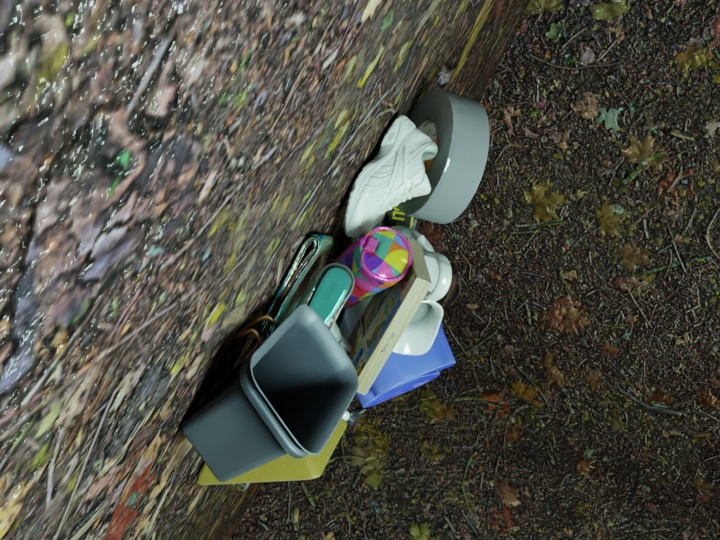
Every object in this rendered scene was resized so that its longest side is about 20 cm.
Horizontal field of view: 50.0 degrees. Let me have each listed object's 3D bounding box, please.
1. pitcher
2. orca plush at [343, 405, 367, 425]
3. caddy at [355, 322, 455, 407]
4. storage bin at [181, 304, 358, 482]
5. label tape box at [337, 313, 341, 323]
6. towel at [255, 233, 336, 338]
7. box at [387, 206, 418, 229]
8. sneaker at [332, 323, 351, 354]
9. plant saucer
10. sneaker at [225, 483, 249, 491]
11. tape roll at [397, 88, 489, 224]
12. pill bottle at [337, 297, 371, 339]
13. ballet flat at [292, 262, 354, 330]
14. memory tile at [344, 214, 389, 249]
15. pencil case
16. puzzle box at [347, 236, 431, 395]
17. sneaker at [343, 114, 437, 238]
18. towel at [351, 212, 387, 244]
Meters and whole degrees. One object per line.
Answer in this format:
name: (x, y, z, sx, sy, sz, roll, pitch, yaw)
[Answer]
pitcher: (0.083, 0.005, 1.221, 0.172, 0.120, 0.201, -58, -152, 34)
orca plush: (-0.072, 0.184, 1.284, 0.105, 0.199, 0.072, -37, -150, 54)
caddy: (0.060, 0.146, 1.299, 0.198, 0.106, 0.141, -17, 163, -28)
storage bin: (-0.112, 0.140, 0.884, 0.134, 0.146, 0.200, -32, -173, 22)
label tape box: (-0.101, 0.147, 1.385, 0.143, 0.065, 0.202, -32, 143, -81)
towel: (-0.080, 0.016, 1.056, 0.148, 0.022, 0.200, -60, 176, 4)
box: (0.087, -0.137, 1.401, 0.160, 0.049, 0.203, -26, 125, -79)
sneaker: (-0.103, 0.122, 1.111, 0.199, 0.082, 0.075, -26, -172, -42)
plant saucer: (-0.138, 0.266, 1.220, 0.200, 0.197, 0.049, -45, 127, -73)
sneaker: (-0.201, 0.322, 1.391, 0.200, 0.075, 0.088, -49, -168, 49)
tape roll: (0.122, -0.178, 1.213, 0.200, 0.065, 0.203, -167, -90, -68)
pill bottle: (0.013, 0.123, 1.440, 0.117, 0.115, 0.201, -58, 168, -24)
ballet flat: (-0.072, 0.081, 1.040, 0.201, 0.067, 0.064, -58, -172, -12)
memory tile: (0.010, -0.020, 1.418, 0.200, 0.017, 0.155, -23, 129, -64)
pencil case: (0.000, 0.000, 1.122, 0.089, 0.088, 0.200, -58, -168, -25)
puzzle box: (0.037, 0.063, 1.115, 0.201, 0.025, 0.133, -61, -165, 22)
sneaker: (0.049, -0.124, 1.106, 0.201, 0.099, 0.078, -59, 176, -13)
towel: (0.007, -0.051, 1.307, 0.149, 0.030, 0.202, -42, 146, -69)
